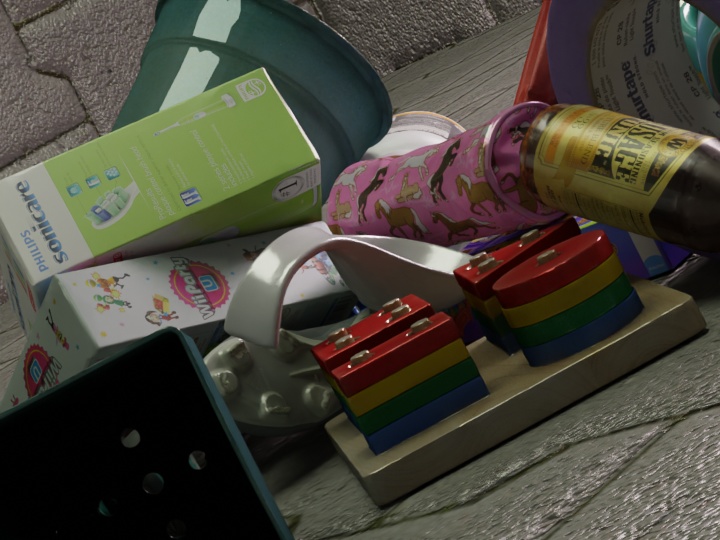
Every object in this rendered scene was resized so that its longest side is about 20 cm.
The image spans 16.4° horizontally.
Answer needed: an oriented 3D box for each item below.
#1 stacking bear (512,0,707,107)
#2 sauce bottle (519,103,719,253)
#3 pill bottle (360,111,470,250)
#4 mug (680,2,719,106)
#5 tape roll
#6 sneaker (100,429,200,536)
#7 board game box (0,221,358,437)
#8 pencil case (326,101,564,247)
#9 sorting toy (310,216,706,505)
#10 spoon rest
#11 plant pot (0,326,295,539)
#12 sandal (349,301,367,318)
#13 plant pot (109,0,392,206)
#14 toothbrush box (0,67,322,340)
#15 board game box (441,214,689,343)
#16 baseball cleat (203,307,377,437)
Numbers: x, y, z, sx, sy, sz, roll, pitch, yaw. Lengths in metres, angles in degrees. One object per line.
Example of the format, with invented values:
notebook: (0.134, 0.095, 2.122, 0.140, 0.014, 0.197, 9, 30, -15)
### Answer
stacking bear: (0.212, -0.126, 1.651, 0.199, 0.114, 0.121, 16, -8, -1)
sauce bottle: (0.177, -0.047, 1.379, 0.066, 0.066, 0.199, -33, 33, -35)
pill bottle: (0.042, -0.058, 1.972, 0.116, 0.117, 0.200, -26, 8, 8)
mug: (0.271, -0.130, 1.514, 0.114, 0.152, 0.185, -35, -3, -29)
tape roll: (0.206, -0.113, 1.419, 0.085, 0.201, 0.200, -31, 8, -33)
sneaker: (-0.145, 0.143, 1.472, 0.091, 0.078, 0.200, -34, 0, -21)
board game box: (-0.115, 0.051, 1.585, 0.199, 0.064, 0.148, -14, -32, -35)
pencil case: (0.061, -0.052, 1.644, 0.200, 0.083, 0.087, -17, 44, 55)
sorting toy: (0.069, 0.038, 1.388, 0.198, 0.070, 0.200, -28, 7, -4)
spoon rest: (0.000, 0.000, 1.506, 0.099, 0.061, 0.200, 18, 20, 34)
plant pot: (-0.116, 0.119, 1.272, 0.141, 0.142, 0.200, -27, 0, 0)
sandal: (-0.035, 0.029, 1.768, 0.079, 0.087, 0.200, -32, 7, -20)
plant pot: (-0.107, -0.075, 1.839, 0.200, 0.200, 0.197, -15, 42, 58)
toothbrush box: (-0.129, -0.023, 1.610, 0.199, 0.086, 0.146, -23, -29, -14)
board game box: (0.141, -0.017, 1.602, 0.199, 0.045, 0.134, -22, 10, 39)
baseball cleat: (-0.039, 0.073, 1.535, 0.199, 0.070, 0.106, -10, -18, -43)
